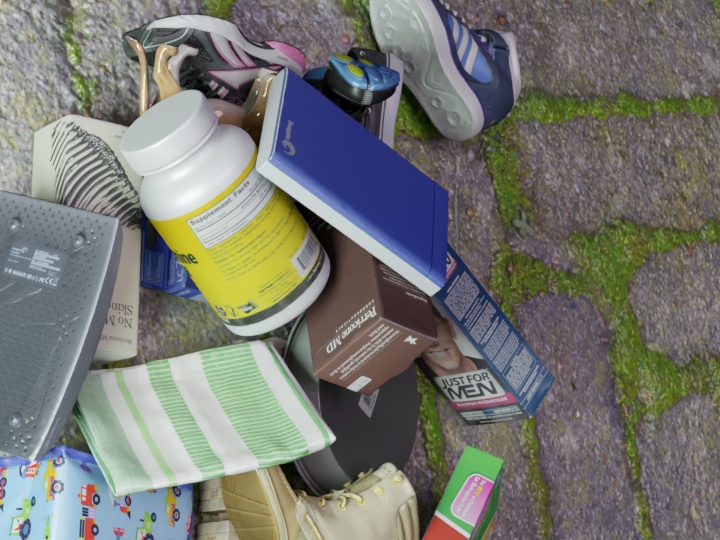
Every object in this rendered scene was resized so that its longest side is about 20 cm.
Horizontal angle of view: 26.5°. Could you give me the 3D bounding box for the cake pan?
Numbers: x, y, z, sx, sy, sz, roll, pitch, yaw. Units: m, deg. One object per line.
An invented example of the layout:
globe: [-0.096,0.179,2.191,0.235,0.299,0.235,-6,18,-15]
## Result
cake pan: [-0.005,0.123,1.457,0.199,0.036,0.203,16,70,-54]

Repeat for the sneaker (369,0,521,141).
sneaker: [0.101,-0.248,1.647,0.146,0.080,0.201,-41,103,-47]

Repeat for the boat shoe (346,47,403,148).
boat shoe: [0.000,-0.133,1.543,0.056,0.069,0.202,17,66,-19]

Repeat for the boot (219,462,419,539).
boot: [-0.030,0.205,1.347,0.155,0.072,0.202,-35,110,-33]

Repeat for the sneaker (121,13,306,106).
sneaker: [-0.130,-0.180,1.430,0.198,0.080,0.087,9,75,-37]

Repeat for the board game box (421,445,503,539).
board game box: [0.078,0.291,1.460,0.040,0.154,0.201,20,58,14]

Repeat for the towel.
towel: [-0.136,0.118,1.279,0.198,0.153,0.024,-7,127,-29]

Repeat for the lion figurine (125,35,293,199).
lion figurine: [-0.134,-0.131,1.377,0.198,0.072,0.124,15,102,-24]

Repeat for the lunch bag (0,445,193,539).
lunch bag: [-0.205,0.241,1.273,0.199,0.093,0.152,21,64,-46]

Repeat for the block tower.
block tower: [-0.108,0.161,1.385,0.057,0.054,0.202,17,69,-37]

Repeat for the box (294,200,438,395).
box: [0.000,0.000,1.392,0.074,0.100,0.202,21,42,-36]

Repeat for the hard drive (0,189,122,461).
hard drive: [-0.268,0.044,1.223,0.042,0.134,0.202,41,64,-64]

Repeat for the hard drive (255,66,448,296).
hard drive: [-0.002,-0.079,1.347,0.199,0.025,0.133,36,36,-24]

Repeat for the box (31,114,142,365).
box: [-0.236,-0.025,1.310,0.082,0.068,0.202,9,74,-39]

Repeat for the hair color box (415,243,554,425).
hair color box: [0.098,0.065,1.550,0.200,0.100,0.061,51,55,-19]

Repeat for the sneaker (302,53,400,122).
sneaker: [-0.016,-0.155,1.448,0.070,0.199,0.084,13,84,-17]

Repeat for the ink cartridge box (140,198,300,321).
ink cartridge box: [-0.116,-0.027,1.433,0.198,0.042,0.121,13,71,-36]

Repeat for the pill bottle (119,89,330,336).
pill bottle: [-0.119,-0.051,1.319,0.113,0.112,0.201,-54,124,-34]
